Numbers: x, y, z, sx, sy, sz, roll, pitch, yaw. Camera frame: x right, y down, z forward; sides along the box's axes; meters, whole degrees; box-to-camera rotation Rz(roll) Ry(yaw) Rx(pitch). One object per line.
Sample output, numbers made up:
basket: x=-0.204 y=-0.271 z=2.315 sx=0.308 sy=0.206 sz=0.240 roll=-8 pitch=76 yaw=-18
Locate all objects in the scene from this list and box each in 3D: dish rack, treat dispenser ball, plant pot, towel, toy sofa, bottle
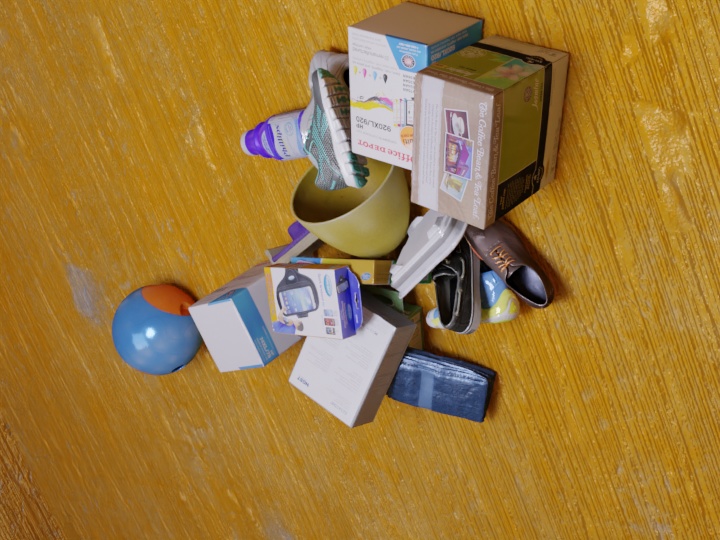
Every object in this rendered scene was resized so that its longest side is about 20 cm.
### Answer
dish rack: x=0.113 y=-0.061 z=1.580 sx=0.043 sy=0.172 sz=0.200 roll=32 pitch=140 yaw=-9
treat dispenser ball: x=-0.446 y=0.131 z=2.213 sx=0.200 sy=0.201 sz=0.202 roll=23 pitch=129 yaw=32
plant pot: x=0.005 y=-0.104 z=1.668 sx=0.199 sy=0.201 sz=0.142 roll=3 pitch=142 yaw=42
towel: x=0.132 y=0.202 z=1.767 sx=0.199 sy=0.049 sz=0.112 roll=13 pitch=123 yaw=13
toy sofa: x=-0.094 y=-0.069 z=1.827 sx=0.200 sy=0.083 sz=0.098 roll=-36 pitch=76 yaw=49
bottle: x=-0.134 y=-0.239 z=1.786 sx=0.199 sy=0.065 sz=0.084 roll=-1 pitch=115 yaw=44

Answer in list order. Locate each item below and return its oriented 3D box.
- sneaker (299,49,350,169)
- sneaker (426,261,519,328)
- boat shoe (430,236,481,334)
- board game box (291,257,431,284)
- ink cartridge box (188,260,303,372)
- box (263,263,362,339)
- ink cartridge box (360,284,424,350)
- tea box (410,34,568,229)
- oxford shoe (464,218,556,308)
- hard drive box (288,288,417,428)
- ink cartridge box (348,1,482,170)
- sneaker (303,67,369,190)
sneaker: x=-0.038 y=-0.261 z=1.635 sx=0.099 sy=0.078 sz=0.201 roll=5 pitch=93 yaw=31
sneaker: x=0.182 y=0.039 z=1.668 sx=0.199 sy=0.075 sz=0.106 roll=-10 pitch=87 yaw=48
boat shoe: x=0.148 y=0.001 z=1.598 sx=0.071 sy=0.063 sz=0.201 roll=-30 pitch=56 yaw=44
board game box: x=0.000 y=0.000 z=1.741 sx=0.199 sy=0.153 sz=0.041 roll=3 pitch=91 yaw=42
ink cartridge box: x=-0.193 y=0.081 z=1.940 sx=0.146 sy=0.200 sz=0.147 roll=-12 pitch=107 yaw=47
box: x=-0.079 y=0.051 z=1.695 sx=0.199 sy=0.041 sz=0.120 roll=2 pitch=103 yaw=46
ink cartridge box: x=0.057 y=0.106 z=1.822 sx=0.103 sy=0.059 sz=0.201 roll=15 pitch=125 yaw=35
tea box: x=0.180 y=-0.199 z=1.411 sx=0.133 sy=0.196 sz=0.201 roll=23 pitch=128 yaw=32
oxford shoe: x=0.228 y=-0.023 z=1.553 sx=0.200 sy=0.073 sz=0.071 roll=44 pitch=103 yaw=5
hard drive box: x=-0.016 y=0.144 z=1.745 sx=0.156 sy=0.077 sz=0.201 roll=33 pitch=108 yaw=27
ink cartridge box: x=0.081 y=-0.273 z=1.498 sx=0.147 sy=0.144 sz=0.201 roll=22 pitch=129 yaw=32
sneaker: x=-0.056 y=-0.217 z=1.579 sx=0.091 sy=0.077 sz=0.201 roll=-17 pitch=83 yaw=27
